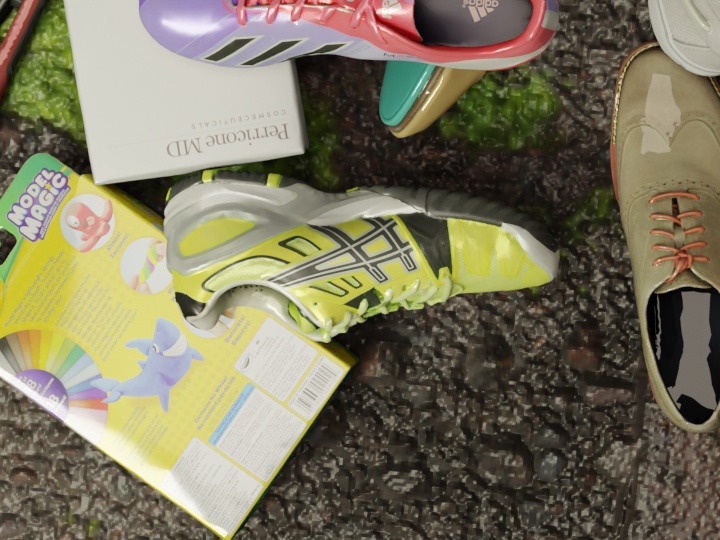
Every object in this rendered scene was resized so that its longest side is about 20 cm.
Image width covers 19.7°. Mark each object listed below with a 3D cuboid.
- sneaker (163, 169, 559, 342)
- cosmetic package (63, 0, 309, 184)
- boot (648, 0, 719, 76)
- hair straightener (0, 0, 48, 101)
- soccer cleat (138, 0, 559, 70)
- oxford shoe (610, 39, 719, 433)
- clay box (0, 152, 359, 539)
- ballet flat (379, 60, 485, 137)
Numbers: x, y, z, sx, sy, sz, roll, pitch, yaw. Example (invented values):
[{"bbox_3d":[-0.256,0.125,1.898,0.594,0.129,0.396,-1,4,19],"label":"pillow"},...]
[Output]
[{"bbox_3d":[0.000,0.000,1.040,0.199,0.075,0.077,3,72,0],"label":"sneaker"},{"bbox_3d":[-0.094,-0.148,1.046,0.112,0.081,0.201,-11,92,0],"label":"cosmetic package"},{"bbox_3d":[0.169,-0.199,0.994,0.073,0.096,0.201,-13,87,-17],"label":"boot"},{"bbox_3d":[-0.216,-0.120,1.087,0.077,0.041,0.200,28,97,3],"label":"hair straightener"},{"bbox_3d":[-0.006,-0.126,0.971,0.199,0.076,0.067,4,93,-1],"label":"soccer cleat"},{"bbox_3d":[0.165,-0.017,1.033,0.070,0.075,0.201,-10,92,10],"label":"oxford shoe"},{"bbox_3d":[-0.114,0.036,1.085,0.200,0.048,0.115,36,97,4],"label":"clay box"},{"bbox_3d":[0.069,-0.157,1.042,0.063,0.069,0.201,14,100,-24],"label":"ballet flat"}]
